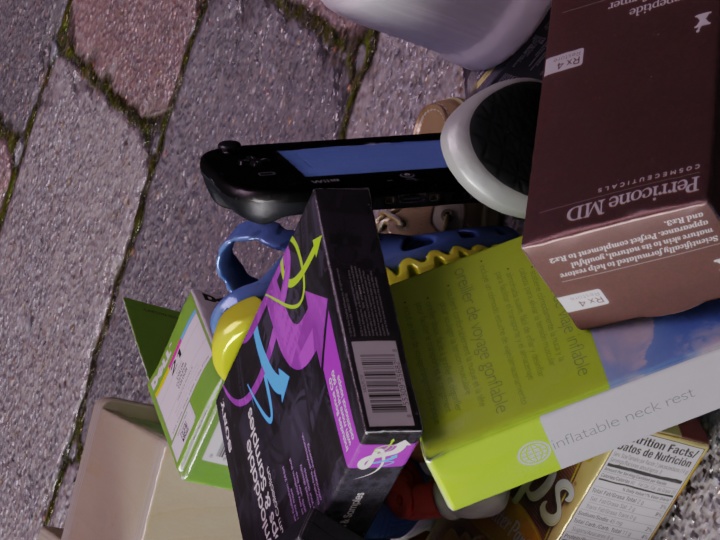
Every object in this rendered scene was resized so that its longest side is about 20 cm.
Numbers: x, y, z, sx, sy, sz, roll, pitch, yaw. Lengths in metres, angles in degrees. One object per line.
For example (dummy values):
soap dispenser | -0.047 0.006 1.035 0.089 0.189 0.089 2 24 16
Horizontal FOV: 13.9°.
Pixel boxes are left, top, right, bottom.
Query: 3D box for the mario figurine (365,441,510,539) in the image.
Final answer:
mario figurine | 0.029 0.107 1.564 0.123 0.106 0.201 31 121 18

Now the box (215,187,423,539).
box | -0.025 0.073 1.497 0.200 0.036 0.144 114 149 -51

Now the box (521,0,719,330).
box | 0.143 -0.077 1.425 0.100 0.075 0.201 -15 47 26

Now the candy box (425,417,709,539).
candy box | 0.100 0.123 1.528 0.201 0.055 0.116 -63 26 29

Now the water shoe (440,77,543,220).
water shoe | 0.086 -0.055 1.500 0.079 0.200 0.072 -22 84 33

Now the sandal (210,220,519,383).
sandal | 0.000 0.000 1.638 0.087 0.199 0.080 61 149 36

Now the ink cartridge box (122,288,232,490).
ink cartridge box | -0.052 0.056 1.784 0.076 0.147 0.200 -65 27 23

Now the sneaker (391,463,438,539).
sneaker | 0.050 0.101 1.642 0.081 0.076 0.201 52 131 49

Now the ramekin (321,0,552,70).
ramekin | 0.046 -0.221 1.656 0.200 0.097 0.202 -45 39 52

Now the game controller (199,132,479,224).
game controller | 0.013 -0.055 1.643 0.104 0.199 0.042 -158 64 -72

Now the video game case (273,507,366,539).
video game case | 0.013 0.215 1.507 0.181 0.199 0.026 -44 16 51

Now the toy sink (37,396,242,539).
toy sink | -0.110 0.151 1.888 0.200 0.130 0.113 15 92 67

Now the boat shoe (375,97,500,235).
boat shoe | 0.037 -0.013 1.725 0.072 0.065 0.201 -32 50 58

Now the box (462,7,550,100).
box | 0.117 -0.204 1.668 0.200 0.049 0.162 -51 33 45

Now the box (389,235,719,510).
box | 0.117 0.027 1.438 0.122 0.199 0.048 -106 -7 -46
